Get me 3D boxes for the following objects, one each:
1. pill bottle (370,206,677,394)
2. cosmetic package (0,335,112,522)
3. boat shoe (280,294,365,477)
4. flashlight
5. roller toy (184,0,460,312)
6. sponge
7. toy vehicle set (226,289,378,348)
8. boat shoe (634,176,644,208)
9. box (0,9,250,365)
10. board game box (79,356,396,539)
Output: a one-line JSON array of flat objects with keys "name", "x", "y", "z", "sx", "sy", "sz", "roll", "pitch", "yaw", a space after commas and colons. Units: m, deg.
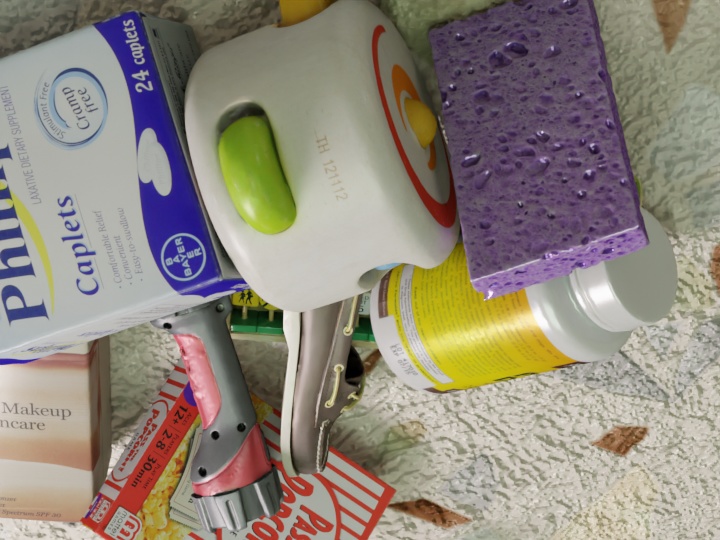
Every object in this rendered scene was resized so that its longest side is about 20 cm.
[{"name": "pill bottle", "x": 0.109, "y": 0.015, "z": 1.254, "sx": 0.199, "sy": 0.110, "sz": 0.109, "roll": -16, "pitch": 129, "yaw": 44}, {"name": "cosmetic package", "x": -0.242, "y": 0.086, "z": 1.404, "sx": 0.103, "sy": 0.087, "sz": 0.201, "roll": 3, "pitch": 126, "yaw": 1}, {"name": "boat shoe", "x": -0.025, "y": 0.069, "z": 1.364, "sx": 0.059, "sy": 0.072, "sz": 0.201, "roll": 4, "pitch": 121, "yaw": 2}, {"name": "flashlight", "x": -0.114, "y": 0.088, "z": 1.367, "sx": 0.068, "sy": 0.068, "sz": 0.201, "roll": -9, "pitch": 104, "yaw": 42}, {"name": "roller toy", "x": -0.017, "y": -0.078, "z": 1.219, "sx": 0.139, "sy": 0.201, "sz": 0.183, "roll": -19, "pitch": 134, "yaw": 16}, {"name": "sponge", "x": 0.111, "y": -0.087, "z": 1.200, "sx": 0.111, "sy": 0.201, "sz": 0.030, "roll": -18, "pitch": 147, "yaw": 15}, {"name": "toy vehicle set", "x": 0.000, "y": 0.000, "z": 1.371, "sx": 0.199, "sy": 0.027, "sz": 0.125, "roll": 3, "pitch": 127, "yaw": -1}, {"name": "boat shoe", "x": 0.156, "y": -0.051, "z": 1.294, "sx": 0.202, "sy": 0.072, "sz": 0.060, "roll": 44, "pitch": 143, "yaw": -23}, {"name": "box", "x": -0.188, "y": -0.049, "z": 1.240, "sx": 0.199, "sy": 0.105, "sz": 0.185, "roll": -19, "pitch": 86, "yaw": 15}, {"name": "board game box", "x": -0.091, "y": 0.180, "z": 1.444, "sx": 0.200, "sy": 0.046, "sz": 0.152, "roll": 35, "pitch": 79, "yaw": -23}]
